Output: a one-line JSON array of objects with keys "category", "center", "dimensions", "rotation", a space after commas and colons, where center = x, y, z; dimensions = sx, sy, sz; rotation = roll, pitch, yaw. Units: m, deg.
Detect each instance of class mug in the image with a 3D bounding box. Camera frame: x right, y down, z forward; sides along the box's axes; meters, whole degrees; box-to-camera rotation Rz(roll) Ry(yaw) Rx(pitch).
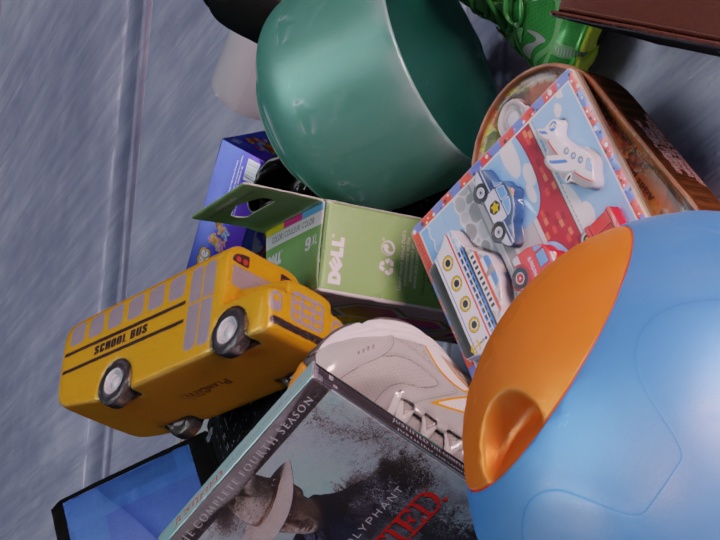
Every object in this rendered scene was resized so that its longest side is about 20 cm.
[{"category": "mug", "center": [0.012, -0.108, 1.136], "dimensions": [0.114, 0.185, 0.153], "rotation": [-22, 62, 23]}]

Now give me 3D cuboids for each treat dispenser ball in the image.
[{"category": "treat dispenser ball", "center": [0.142, 0.076, 0.755], "dimensions": [0.201, 0.200, 0.202], "rotation": [-172, 90, -68]}]

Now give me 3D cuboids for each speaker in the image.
[{"category": "speaker", "center": [-0.060, -0.225, 1.519], "dimensions": [0.081, 0.081, 0.201], "rotation": [-106, 32, -45]}]

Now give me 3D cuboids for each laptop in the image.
[{"category": "laptop", "center": [-0.109, 0.137, 1.099], "dimensions": [0.178, 0.103, 0.201], "rotation": [-115, 35, -46]}]

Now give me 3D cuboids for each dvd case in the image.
[{"category": "dvd case", "center": [0.009, 0.155, 0.986], "dimensions": [0.146, 0.200, 0.022], "rotation": [-48, 17, 20]}]

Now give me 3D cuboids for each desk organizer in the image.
[{"category": "desk organizer", "center": [0.180, -0.151, 0.917], "dimensions": [0.200, 0.071, 0.077], "rotation": [-148, 70, -66]}]

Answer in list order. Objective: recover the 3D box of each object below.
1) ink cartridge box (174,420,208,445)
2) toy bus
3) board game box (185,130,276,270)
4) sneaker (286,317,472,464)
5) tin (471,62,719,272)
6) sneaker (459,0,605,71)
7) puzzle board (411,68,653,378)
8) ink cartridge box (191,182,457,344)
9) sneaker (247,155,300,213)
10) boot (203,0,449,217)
[{"category": "ink cartridge box", "center": [-0.028, 0.125, 1.227], "dimensions": [0.200, 0.144, 0.146], "rotation": [-120, 43, -56]}, {"category": "toy bus", "center": [-0.097, 0.046, 1.080], "dimensions": [0.199, 0.065, 0.079], "rotation": [-24, 50, 40]}, {"category": "board game box", "center": [-0.078, -0.012, 1.416], "dimensions": [0.045, 0.134, 0.201], "rotation": [29, 114, 26]}, {"category": "sneaker", "center": [0.050, 0.092, 1.004], "dimensions": [0.076, 0.199, 0.092], "rotation": [-57, 39, 16]}, {"category": "tin", "center": [0.130, -0.025, 0.967], "dimensions": [0.112, 0.042, 0.200], "rotation": [-52, 50, 26]}, {"category": "sneaker", "center": [0.093, -0.171, 1.117], "dimensions": [0.200, 0.083, 0.074], "rotation": [-118, 42, -55]}, {"category": "puzzle board", "center": [0.102, 0.016, 0.956], "dimensions": [0.151, 0.017, 0.201], "rotation": [-45, 53, 36]}, {"category": "ink cartridge box", "center": [0.000, 0.000, 1.129], "dimensions": [0.104, 0.199, 0.060], "rotation": [159, 119, -65]}, {"category": "sneaker", "center": [-0.039, -0.039, 1.350], "dimensions": [0.201, 0.115, 0.076], "rotation": [123, 147, -50]}, {"category": "boot", "center": [-0.020, -0.118, 1.240], "dimensions": [0.073, 0.197, 0.163], "rotation": [135, 144, -60]}]
